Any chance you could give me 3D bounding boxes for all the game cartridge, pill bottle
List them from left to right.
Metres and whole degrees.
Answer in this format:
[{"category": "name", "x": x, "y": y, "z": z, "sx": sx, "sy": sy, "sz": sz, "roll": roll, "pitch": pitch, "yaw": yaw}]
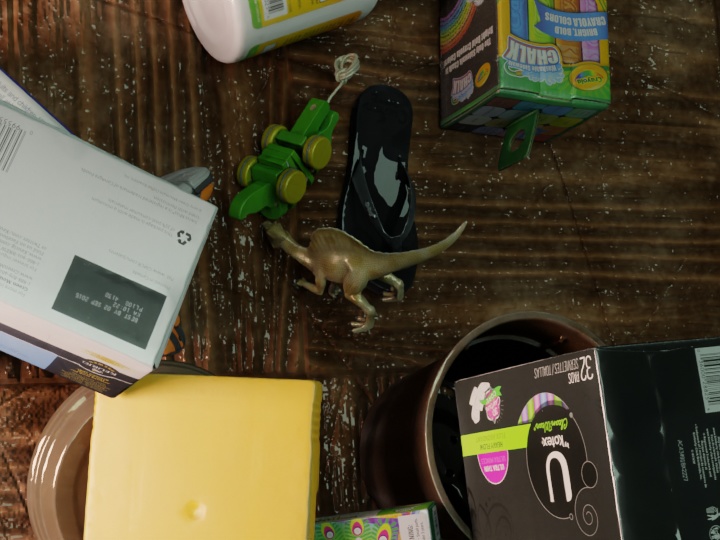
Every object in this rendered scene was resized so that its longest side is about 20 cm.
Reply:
[{"category": "game cartridge", "x": -0.119, "y": 0.178, "z": 1.004, "sx": 0.176, "sy": 0.032, "sz": 0.201, "roll": 2, "pitch": 82, "yaw": 12}, {"category": "pill bottle", "x": -0.052, "y": -0.266, "z": 1.208, "sx": 0.200, "sy": 0.111, "sz": 0.111, "roll": -23, "pitch": 89, "yaw": -26}]

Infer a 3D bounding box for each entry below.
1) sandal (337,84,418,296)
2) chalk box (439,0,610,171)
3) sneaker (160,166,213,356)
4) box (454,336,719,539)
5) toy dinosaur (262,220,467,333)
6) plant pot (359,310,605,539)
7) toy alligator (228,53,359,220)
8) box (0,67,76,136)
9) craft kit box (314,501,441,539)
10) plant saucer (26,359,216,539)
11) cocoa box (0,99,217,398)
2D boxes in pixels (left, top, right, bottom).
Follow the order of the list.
[{"category": "sandal", "x": 0.019, "y": -0.076, "z": 1.236, "sx": 0.076, "sy": 0.043, "sz": 0.201, "roll": 2, "pitch": 78, "yaw": -23}, {"category": "chalk box", "x": 0.154, "y": -0.196, "z": 1.276, "sx": 0.124, "sy": 0.125, "sz": 0.201, "roll": 4, "pitch": 79, "yaw": -22}, {"category": "sneaker", "x": -0.176, "y": 0.004, "z": 1.128, "sx": 0.200, "sy": 0.077, "sz": 0.112, "roll": -49, "pitch": 121, "yaw": -36}, {"category": "box", "x": 0.171, "y": 0.134, "z": 0.953, "sx": 0.124, "sy": 0.200, "sz": 0.149, "roll": -2, "pitch": 80, "yaw": -25}, {"category": "toy dinosaur", "x": 0.000, "y": 0.000, "z": 1.159, "sx": 0.058, "sy": 0.199, "sz": 0.101, "roll": -62, "pitch": 145, "yaw": -38}, {"category": "plant pot", "x": 0.103, "y": 0.148, "z": 1.141, "sx": 0.200, "sy": 0.198, "sz": 0.201, "roll": 5, "pitch": 78, "yaw": -22}, {"category": "toy alligator", "x": -0.050, "y": -0.109, "z": 1.212, "sx": 0.200, "sy": 0.059, "sz": 0.054, "roll": -55, "pitch": 144, "yaw": -25}, {"category": "box", "x": -0.321, "y": -0.049, "z": 1.051, "sx": 0.184, "sy": 0.105, "sz": 0.200, "roll": 43, "pitch": 67, "yaw": -10}, {"category": "craft kit box", "x": -0.027, "y": 0.286, "z": 1.017, "sx": 0.197, "sy": 0.049, "sz": 0.201, "roll": -10, "pitch": 88, "yaw": 13}, {"category": "plant saucer", "x": -0.166, "y": 0.172, "z": 1.082, "sx": 0.199, "sy": 0.029, "sz": 0.201, "roll": -5, "pitch": 100, "yaw": -27}, {"category": "cocoa box", "x": -0.226, "y": -0.014, "z": 0.951, "sx": 0.199, "sy": 0.131, "sz": 0.134, "roll": 25, "pitch": 68, "yaw": -14}]
